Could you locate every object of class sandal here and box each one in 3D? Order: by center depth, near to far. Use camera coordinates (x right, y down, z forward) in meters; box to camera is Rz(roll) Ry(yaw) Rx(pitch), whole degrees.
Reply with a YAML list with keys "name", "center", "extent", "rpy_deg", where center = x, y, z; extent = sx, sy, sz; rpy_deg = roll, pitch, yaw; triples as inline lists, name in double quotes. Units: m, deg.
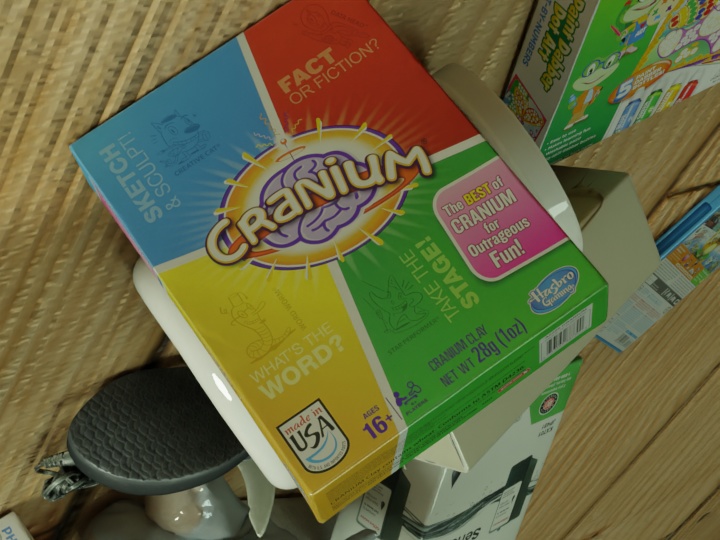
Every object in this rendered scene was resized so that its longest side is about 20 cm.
- name: "sandal"
  center: [-0.084, 0.088, 0.915]
  extent: [0.199, 0.076, 0.043]
  rpy_deg: [-17, 150, -41]

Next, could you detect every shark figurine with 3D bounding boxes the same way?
- name: "shark figurine"
  center: [-0.012, 0.107, 1.015]
  extent: [0.128, 0.090, 0.214]
  rpy_deg: [-47, 167, 10]

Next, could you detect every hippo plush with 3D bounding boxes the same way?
- name: "hippo plush"
  center: [-0.086, 0.237, 0.996]
  extent: [0.199, 0.161, 0.160]
  rpy_deg: [31, 105, -30]

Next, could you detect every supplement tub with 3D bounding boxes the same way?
- name: "supplement tub"
  center: [0.000, 0.000, 0.790]
  extent: [0.199, 0.145, 0.145]
  rpy_deg: [-35, 157, -7]

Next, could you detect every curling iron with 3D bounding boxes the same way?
- name: "curling iron"
  center: [-0.126, 0.107, 0.958]
  extent: [0.049, 0.026, 0.199]
  rpy_deg: [-28, 171, 35]

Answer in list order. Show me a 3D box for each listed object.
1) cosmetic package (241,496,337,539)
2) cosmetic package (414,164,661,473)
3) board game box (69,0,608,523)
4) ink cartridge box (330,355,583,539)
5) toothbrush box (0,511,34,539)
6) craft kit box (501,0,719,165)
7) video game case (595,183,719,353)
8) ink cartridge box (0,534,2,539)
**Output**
- name: "cosmetic package"
  center: [-0.078, 0.233, 1.196]
  extent: [0.102, 0.074, 0.200]
  rpy_deg: [-46, 154, 16]
- name: "cosmetic package"
  center: [0.078, 0.022, 0.920]
  extent: [0.200, 0.103, 0.073]
  rpy_deg: [-44, 123, -30]
- name: "board game box"
  center: [-0.012, -0.017, 0.671]
  extent: [0.152, 0.200, 0.040]
  rpy_deg: [-35, 156, -9]
- name: "ink cartridge box"
  center: [0.069, 0.144, 1.163]
  extent: [0.146, 0.083, 0.201]
  rpy_deg: [-15, 130, -45]
- name: "toothbrush box"
  center: [-0.272, 0.254, 0.934]
  extent: [0.199, 0.085, 0.147]
  rpy_deg: [-29, 155, -24]
- name: "craft kit box"
  center: [0.183, -0.164, 0.888]
  extent: [0.199, 0.049, 0.198]
  rpy_deg: [-27, 152, -26]
- name: "video game case"
  center: [0.280, -0.009, 1.342]
  extent: [0.200, 0.018, 0.143]
  rpy_deg: [-42, 156, 10]
- name: "ink cartridge box"
  center: [-0.278, 0.122, 0.685]
  extent: [0.199, 0.084, 0.145]
  rpy_deg: [-32, 156, -14]
